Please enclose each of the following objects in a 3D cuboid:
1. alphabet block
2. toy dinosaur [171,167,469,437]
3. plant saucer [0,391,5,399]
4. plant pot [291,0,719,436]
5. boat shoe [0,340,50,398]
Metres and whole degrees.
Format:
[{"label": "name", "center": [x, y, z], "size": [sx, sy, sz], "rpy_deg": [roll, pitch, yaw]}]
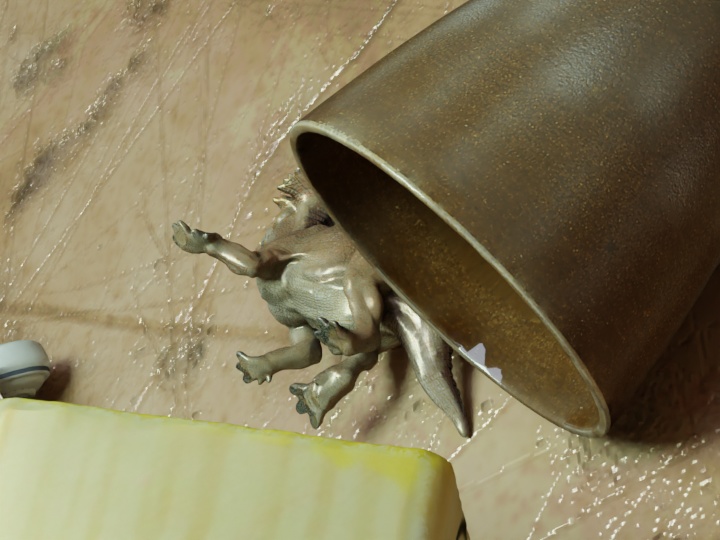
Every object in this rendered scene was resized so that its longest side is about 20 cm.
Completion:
[{"label": "alphabet block", "center": [-0.062, 0.188, 0.911], "size": [0.195, 0.196, 0.201], "rpy_deg": [7, 63, 11]}, {"label": "toy dinosaur", "center": [0.000, 0.000, 1.125], "size": [0.199, 0.086, 0.135], "rpy_deg": [29, 49, 36]}, {"label": "plant saucer", "center": [-0.259, 0.129, 1.274], "size": [0.199, 0.034, 0.202], "rpy_deg": [0, 90, 28]}, {"label": "plant pot", "center": [0.103, -0.065, 0.984], "size": [0.200, 0.187, 0.187], "rpy_deg": [-46, 37, -11]}, {"label": "boat shoe", "center": [-0.253, 0.113, 1.326], "size": [0.199, 0.071, 0.070], "rpy_deg": [-33, 71, 21]}]
